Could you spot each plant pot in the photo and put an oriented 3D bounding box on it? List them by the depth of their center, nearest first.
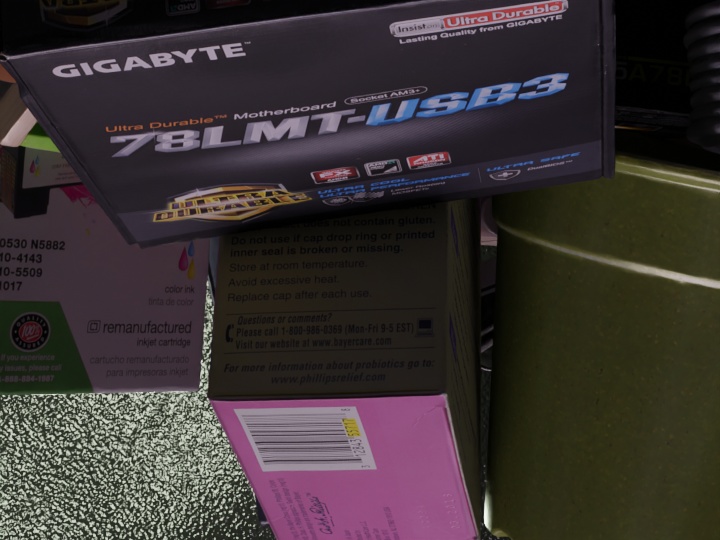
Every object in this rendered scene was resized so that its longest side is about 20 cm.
[{"bbox_3d":[0.132,0.040,0.943,0.199,0.191,0.200,12,-173,-1],"label":"plant pot"}]

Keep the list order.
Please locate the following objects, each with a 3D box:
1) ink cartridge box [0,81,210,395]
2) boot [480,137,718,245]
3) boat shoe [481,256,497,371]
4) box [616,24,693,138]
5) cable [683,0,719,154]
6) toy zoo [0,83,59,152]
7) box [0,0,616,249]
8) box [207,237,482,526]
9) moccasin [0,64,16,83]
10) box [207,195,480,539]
[{"bbox_3d":[-0.151,-0.043,1.031,0.144,0.201,0.084,2,-177,-45],"label":"ink cartridge box"},{"bbox_3d":[0.131,-0.044,1.106,0.199,0.071,0.146,2,-171,-3],"label":"boot"},{"bbox_3d":[0.142,0.018,1.188,0.072,0.071,0.200,25,151,-35],"label":"boat shoe"},{"bbox_3d":[0.158,-0.091,1.062,0.199,0.048,0.193,6,-178,-4],"label":"box"},{"bbox_3d":[0.235,-0.071,0.869,0.199,0.070,0.200,6,179,38],"label":"cable"},{"bbox_3d":[-0.055,-0.091,0.970,0.199,0.021,0.131,8,142,-39],"label":"toy zoo"},{"bbox_3d":[-0.010,-0.070,0.736,0.199,0.050,0.199,-8,164,4],"label":"box"},{"bbox_3d":[-0.007,0.013,1.198,0.117,0.198,0.200,-7,-162,12],"label":"box"},{"bbox_3d":[-0.084,-0.106,0.796,0.200,0.074,0.078,5,176,25],"label":"moccasin"},{"bbox_3d":[0.000,0.000,0.913,0.096,0.201,0.176,-1,153,8],"label":"box"}]
